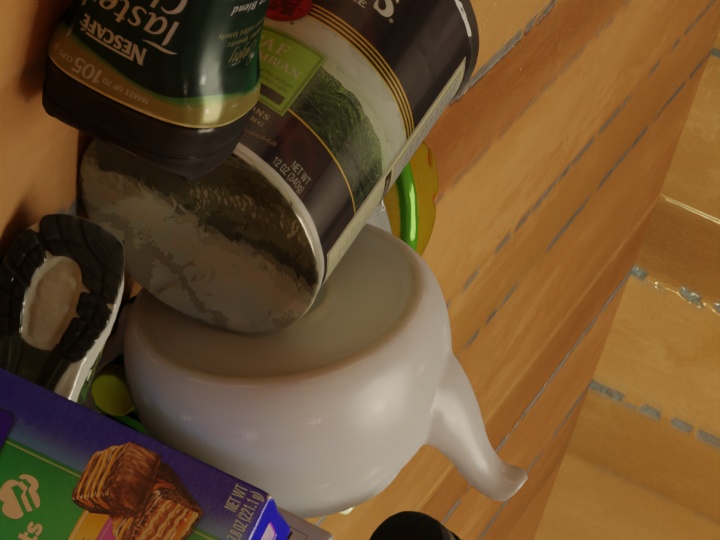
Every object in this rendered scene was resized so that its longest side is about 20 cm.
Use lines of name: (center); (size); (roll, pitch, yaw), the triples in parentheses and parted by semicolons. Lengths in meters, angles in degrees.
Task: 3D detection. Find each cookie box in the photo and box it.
cookie box: (-0.161, 0.147, 1.256); (0.172, 0.199, 0.075); (-63, 166, -16)

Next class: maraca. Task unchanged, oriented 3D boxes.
maraca: (-0.004, -0.036, 1.689); (0.107, 0.137, 0.201); (-18, 109, -28)

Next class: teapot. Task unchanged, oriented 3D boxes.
teapot: (-0.040, 0.072, 1.493); (0.197, 0.200, 0.147); (-23, 127, -21)

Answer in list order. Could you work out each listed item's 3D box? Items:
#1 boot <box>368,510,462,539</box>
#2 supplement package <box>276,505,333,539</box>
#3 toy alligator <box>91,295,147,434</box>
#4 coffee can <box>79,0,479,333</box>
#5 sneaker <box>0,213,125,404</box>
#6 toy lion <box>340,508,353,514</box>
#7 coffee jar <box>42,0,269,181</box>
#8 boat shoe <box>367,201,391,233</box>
boot: (0.036, 0.249, 1.506); (0.154, 0.073, 0.204); (27, 83, -53)
supplement package: (-0.131, 0.183, 1.442); (0.151, 0.199, 0.152); (-61, 167, -18)
toy alligator: (-0.124, 0.060, 1.582); (0.059, 0.054, 0.201); (-48, 158, -55)
coffee can: (-0.041, -0.085, 1.442); (0.200, 0.146, 0.147); (-56, 164, -37)
sneaker: (-0.172, 0.066, 1.376); (0.201, 0.077, 0.089); (-64, 177, 4)
toy lion: (-0.018, 0.055, 1.869); (0.200, 0.068, 0.192); (-133, -117, -74)
coffee jar: (-0.085, -0.147, 1.249); (0.085, 0.104, 0.201); (-39, 150, -58)
boat shoe: (-0.001, 0.000, 1.597); (0.072, 0.070, 0.201); (-53, 140, -42)
